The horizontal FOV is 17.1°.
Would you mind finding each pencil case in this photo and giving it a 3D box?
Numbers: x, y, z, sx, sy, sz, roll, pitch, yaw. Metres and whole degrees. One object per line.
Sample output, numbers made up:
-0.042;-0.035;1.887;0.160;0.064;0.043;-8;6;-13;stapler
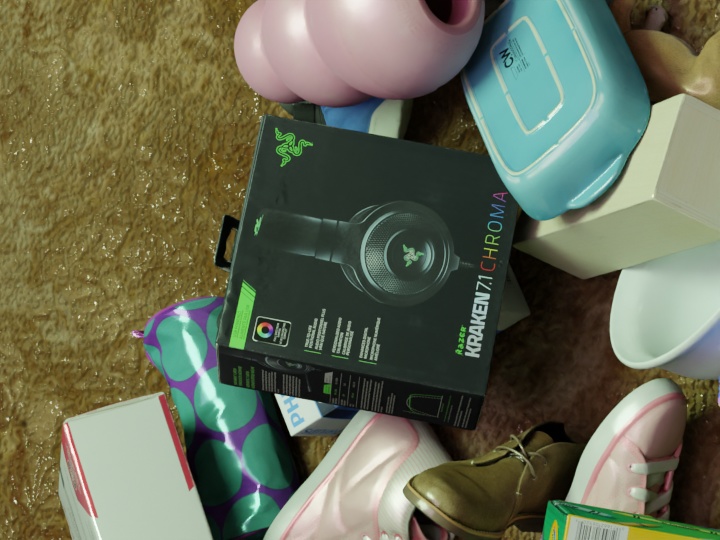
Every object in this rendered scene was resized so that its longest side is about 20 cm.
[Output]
-0.106;0.124;1.843;0.092;0.085;0.201;-22;74;18;pencil case

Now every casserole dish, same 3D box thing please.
0.122;-0.123;1.599;0.121;0.039;0.200;-43;39;22;casserole dish

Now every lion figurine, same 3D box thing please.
0.205;-0.136;1.624;0.199;0.073;0.123;9;58;42;lion figurine

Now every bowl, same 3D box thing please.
0.258;-0.004;1.566;0.201;0.090;0.201;-51;18;24;bowl

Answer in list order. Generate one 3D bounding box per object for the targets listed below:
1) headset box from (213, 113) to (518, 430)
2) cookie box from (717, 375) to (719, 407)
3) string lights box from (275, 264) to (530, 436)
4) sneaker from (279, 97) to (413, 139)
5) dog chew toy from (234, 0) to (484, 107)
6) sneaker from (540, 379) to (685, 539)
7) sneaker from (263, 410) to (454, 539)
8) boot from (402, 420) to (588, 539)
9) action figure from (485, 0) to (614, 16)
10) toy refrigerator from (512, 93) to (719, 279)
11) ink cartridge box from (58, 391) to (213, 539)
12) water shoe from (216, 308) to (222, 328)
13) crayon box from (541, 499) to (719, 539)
0.000;0.000;1.648;0.199;0.093;0.175;11;70;2;headset box
0.344;0.077;1.444;0.200;0.075;0.171;41;103;1;cookie box
0.018;0.034;1.776;0.200;0.059;0.103;-34;69;29;string lights box
-0.008;-0.185;1.750;0.111;0.077;0.201;14;126;6;sneaker
-0.010;-0.169;1.652;0.199;0.124;0.125;-14;79;45;dog chew toy
0.189;0.178;1.627;0.105;0.075;0.201;42;116;32;sneaker
0.001;0.198;1.767;0.105;0.075;0.201;44;107;35;sneaker
0.094;0.137;1.630;0.074;0.200;0.076;40;108;22;boot
0.116;-0.270;1.701;0.200;0.104;0.194;44;111;33;action figure
0.183;-0.051;1.596;0.200;0.070;0.076;-22;47;66;toy refrigerator
-0.170;0.197;1.818;0.200;0.084;0.145;110;142;-68;ink cartridge box
-0.058;-0.026;1.777;0.071;0.200;0.079;39;134;-14;water shoe
0.211;0.227;1.556;0.199;0.058;0.119;11;94;-8;crayon box
